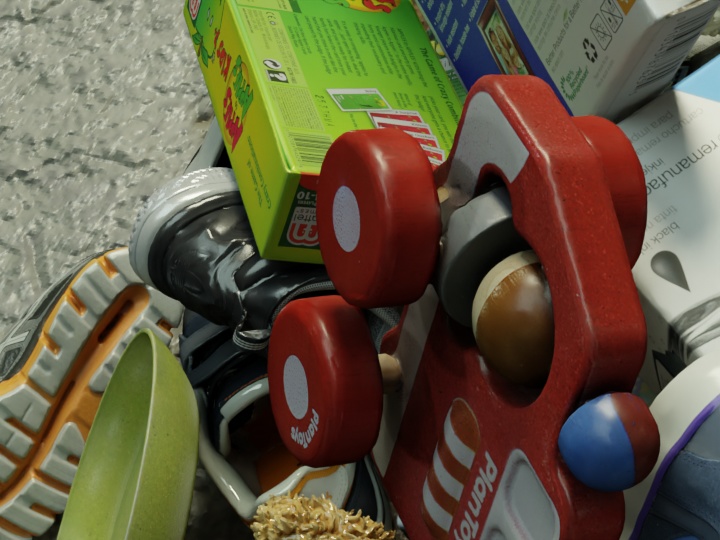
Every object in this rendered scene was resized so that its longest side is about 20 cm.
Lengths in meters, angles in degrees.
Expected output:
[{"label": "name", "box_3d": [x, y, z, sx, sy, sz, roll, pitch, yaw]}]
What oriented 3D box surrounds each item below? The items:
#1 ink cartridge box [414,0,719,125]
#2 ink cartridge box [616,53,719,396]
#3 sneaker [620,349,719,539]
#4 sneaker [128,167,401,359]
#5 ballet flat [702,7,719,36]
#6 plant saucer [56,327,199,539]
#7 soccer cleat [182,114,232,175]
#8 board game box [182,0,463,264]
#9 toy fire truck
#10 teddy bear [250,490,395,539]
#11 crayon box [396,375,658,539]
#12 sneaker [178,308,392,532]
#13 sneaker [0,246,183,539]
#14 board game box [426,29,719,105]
[{"label": "ink cartridge box", "box_3d": [0.064, -0.148, 0.827, 0.047, 0.198, 0.201, -23, 75, -15]}, {"label": "ink cartridge box", "box_3d": [0.190, 0.010, 0.781, 0.146, 0.086, 0.200, -34, 62, -10]}, {"label": "sneaker", "box_3d": [0.149, 0.139, 0.695, 0.080, 0.201, 0.147, -19, 50, -27]}, {"label": "sneaker", "box_3d": [0.000, 0.000, 0.896, 0.199, 0.076, 0.114, -10, 40, -36]}, {"label": "ballet flat", "box_3d": [0.145, -0.137, 0.937, 0.072, 0.072, 0.200, -46, 25, -9]}, {"label": "plant saucer", "box_3d": [-0.110, 0.126, 0.866, 0.031, 0.200, 0.201, 16, 55, -13]}, {"label": "soccer cleat", "box_3d": [-0.035, -0.095, 1.004, 0.200, 0.068, 0.085, -61, 15, -5]}, {"label": "board game box", "box_3d": [-0.013, -0.080, 0.889, 0.101, 0.048, 0.200, 5, 37, -21]}, {"label": "toy fire truck", "box_3d": [0.054, 0.041, 0.706, 0.112, 0.200, 0.168, -5, 44, -26]}, {"label": "teddy bear", "box_3d": [-0.009, 0.161, 0.812, 0.199, 0.067, 0.146, -1, 79, 27]}, {"label": "crayon box", "box_3d": [0.101, 0.039, 0.875, 0.125, 0.052, 0.201, -2, 56, 27]}, {"label": "sneaker", "box_3d": [-0.046, 0.055, 0.925, 0.078, 0.079, 0.200, -34, 46, 3]}, {"label": "sneaker", "box_3d": [-0.167, 0.070, 0.990, 0.200, 0.078, 0.077, -48, 20, -3]}, {"label": "board game box", "box_3d": [0.095, -0.098, 0.998, 0.199, 0.023, 0.105, -13, 53, 20]}]
